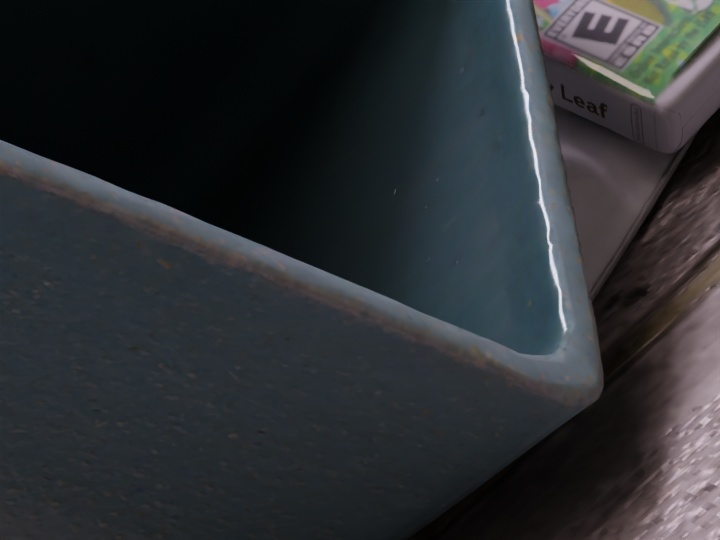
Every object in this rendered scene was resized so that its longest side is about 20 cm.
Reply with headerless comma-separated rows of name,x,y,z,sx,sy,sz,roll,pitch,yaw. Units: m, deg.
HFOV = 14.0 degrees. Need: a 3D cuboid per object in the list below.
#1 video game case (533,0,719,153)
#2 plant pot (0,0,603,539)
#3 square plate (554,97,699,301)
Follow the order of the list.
video game case,0.069,-0.131,0.818,0.182,0.022,0.200,27,57,30
plant pot,-0.088,-0.013,0.684,0.200,0.195,0.197,-49,32,35
square plate,0.000,0.000,0.795,0.199,0.028,0.198,-22,23,42
